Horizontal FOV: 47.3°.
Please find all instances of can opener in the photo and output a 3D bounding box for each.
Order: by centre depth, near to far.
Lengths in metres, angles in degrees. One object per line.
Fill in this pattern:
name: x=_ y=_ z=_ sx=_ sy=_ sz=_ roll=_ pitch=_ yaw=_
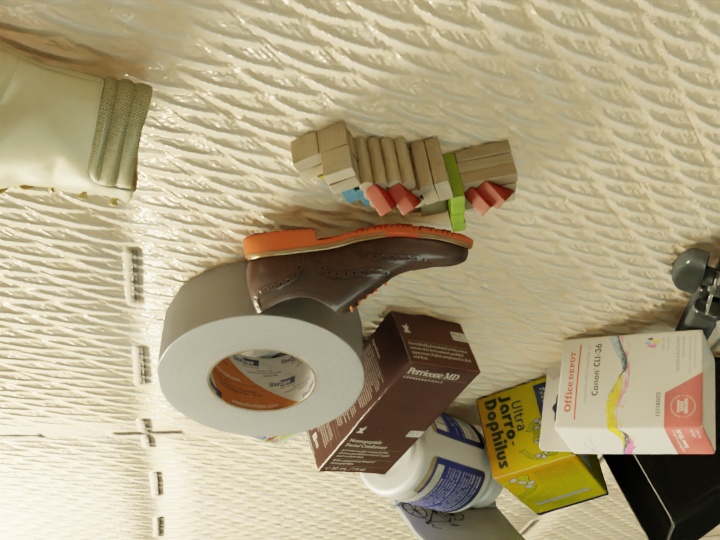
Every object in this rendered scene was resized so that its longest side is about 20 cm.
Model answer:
can opener: x=0.366 y=0.032 z=0.894 sx=0.066 sy=0.053 sz=0.201 roll=19 pitch=151 yaw=22

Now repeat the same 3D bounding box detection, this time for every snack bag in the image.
snack bag: x=0.119 y=0.321 z=1.136 sx=0.186 sy=0.200 sz=0.022 roll=13 pitch=105 yaw=-27

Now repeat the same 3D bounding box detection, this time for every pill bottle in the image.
pill bottle: x=0.099 y=0.247 z=1.065 sx=0.119 sy=0.121 sz=0.199 roll=-32 pitch=140 yaw=30

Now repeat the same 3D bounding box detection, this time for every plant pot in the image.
plant pot: x=0.425 y=0.230 z=1.070 sx=0.175 sy=0.202 sz=0.200 roll=-23 pitch=145 yaw=1

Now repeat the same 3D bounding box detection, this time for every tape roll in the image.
tape roll: x=-0.095 y=0.081 z=0.801 sx=0.196 sy=0.067 sz=0.202 roll=-2 pitch=138 yaw=-1

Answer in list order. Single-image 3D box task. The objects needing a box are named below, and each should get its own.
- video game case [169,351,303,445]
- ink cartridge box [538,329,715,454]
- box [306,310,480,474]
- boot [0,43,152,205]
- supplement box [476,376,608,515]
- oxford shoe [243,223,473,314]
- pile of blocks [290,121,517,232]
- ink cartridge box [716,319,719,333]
video game case: x=-0.088 y=0.138 z=0.950 sx=0.198 sy=0.022 sz=0.181 roll=-31 pitch=140 yaw=27
ink cartridge box: x=0.289 y=0.140 z=0.927 sx=0.197 sy=0.118 sz=0.068 roll=-9 pitch=141 yaw=33
box: x=0.031 y=0.140 z=0.906 sx=0.099 sy=0.076 sz=0.201 roll=11 pitch=129 yaw=-32
boot: x=-0.233 y=-0.069 z=0.566 sx=0.153 sy=0.074 sz=0.201 roll=11 pitch=135 yaw=-24
supplement box: x=0.246 y=0.239 z=1.101 sx=0.108 sy=0.110 sz=0.200 roll=-22 pitch=144 yaw=17
oxford shoe: x=0.000 y=0.000 z=0.707 sx=0.196 sy=0.074 sz=0.071 roll=-4 pitch=177 yaw=1
pile of blocks: x=0.040 y=-0.061 z=0.655 sx=0.196 sy=0.063 sz=0.083 roll=4 pitch=144 yaw=-18
ink cartridge box: x=0.497 y=0.044 z=0.896 sx=0.172 sy=0.044 sz=0.199 roll=-31 pitch=157 yaw=29
